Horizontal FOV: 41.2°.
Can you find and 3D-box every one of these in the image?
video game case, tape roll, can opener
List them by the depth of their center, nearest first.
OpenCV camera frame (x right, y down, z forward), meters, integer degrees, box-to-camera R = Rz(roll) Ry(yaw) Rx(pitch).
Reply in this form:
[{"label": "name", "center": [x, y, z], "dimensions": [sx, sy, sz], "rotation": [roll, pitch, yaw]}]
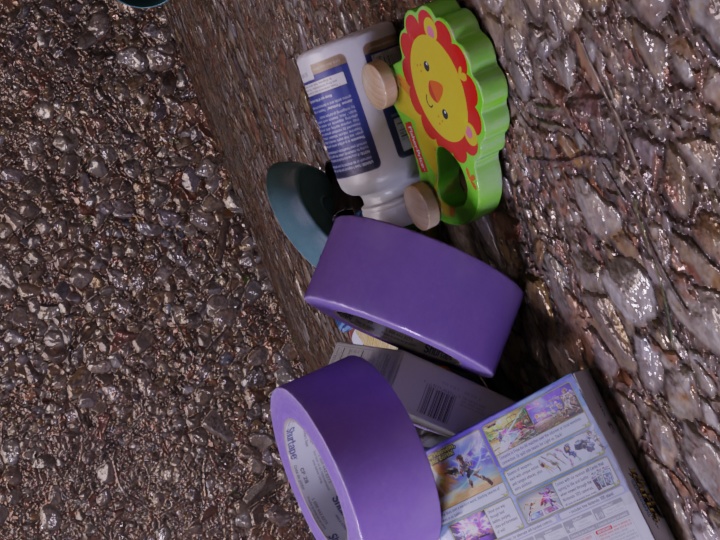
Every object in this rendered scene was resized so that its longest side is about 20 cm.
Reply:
[{"label": "video game case", "center": [0.159, 0.214, 0.862], "dimensions": [0.045, 0.199, 0.183], "rotation": [-5, -114, -56]}, {"label": "tape roll", "center": [-0.009, 0.191, 0.927], "dimensions": [0.200, 0.084, 0.202], "rotation": [49, 151, 40]}, {"label": "tape roll", "center": [0.051, 0.027, 0.931], "dimensions": [0.197, 0.086, 0.200], "rotation": [22, 171, 4]}, {"label": "can opener", "center": [0.121, 0.088, 1.103], "dimensions": [0.067, 0.053, 0.201], "rotation": [80, 163, -49]}]

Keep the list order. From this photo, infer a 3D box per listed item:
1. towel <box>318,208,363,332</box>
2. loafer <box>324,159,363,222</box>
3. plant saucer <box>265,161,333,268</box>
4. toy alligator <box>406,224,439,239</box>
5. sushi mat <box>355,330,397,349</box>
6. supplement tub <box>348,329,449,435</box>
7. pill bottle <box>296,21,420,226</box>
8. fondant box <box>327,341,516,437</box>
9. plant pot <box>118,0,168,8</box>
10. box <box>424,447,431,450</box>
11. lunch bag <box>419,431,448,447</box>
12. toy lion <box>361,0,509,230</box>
[{"label": "towel", "center": [0.000, 0.000, 1.150], "dimensions": [0.113, 0.048, 0.200], "rotation": [67, 159, 8]}, {"label": "loafer", "center": [-0.011, -0.093, 1.336], "dimensions": [0.074, 0.071, 0.201], "rotation": [80, 164, -46]}, {"label": "plant saucer", "center": [-0.053, -0.081, 1.374], "dimensions": [0.200, 0.036, 0.201], "rotation": [41, -151, -29]}, {"label": "toy alligator", "center": [0.050, -0.086, 1.121], "dimensions": [0.054, 0.059, 0.203], "rotation": [-48, -56, -57]}, {"label": "sushi mat", "center": [0.027, 0.049, 1.212], "dimensions": [0.096, 0.012, 0.201], "rotation": [57, 154, 33]}, {"label": "supplement tub", "center": [0.067, 0.138, 1.313], "dimensions": [0.108, 0.106, 0.201], "rotation": [84, 161, -54]}, {"label": "pill bottle", "center": [0.015, -0.148, 1.013], "dimensions": [0.111, 0.110, 0.203], "rotation": [-158, 47, -74]}, {"label": "fondant box", "center": [0.057, 0.132, 1.029], "dimensions": [0.143, 0.059, 0.200], "rotation": [25, 171, -18]}, {"label": "plant pot", "center": [-0.500, -0.728, 2.179], "dimensions": [0.162, 0.198, 0.202], "rotation": [-108, 5, -47]}, {"label": "box", "center": [0.105, 0.284, 0.959], "dimensions": [0.135, 0.037, 0.203], "rotation": [-3, 91, 40]}, {"label": "lunch bag", "center": [0.109, 0.256, 1.187], "dimensions": [0.201, 0.162, 0.119], "rotation": [84, 165, -57]}, {"label": "toy lion", "center": [0.081, -0.140, 0.873], "dimensions": [0.191, 0.068, 0.203], "rotation": [9, 121, 68]}]
